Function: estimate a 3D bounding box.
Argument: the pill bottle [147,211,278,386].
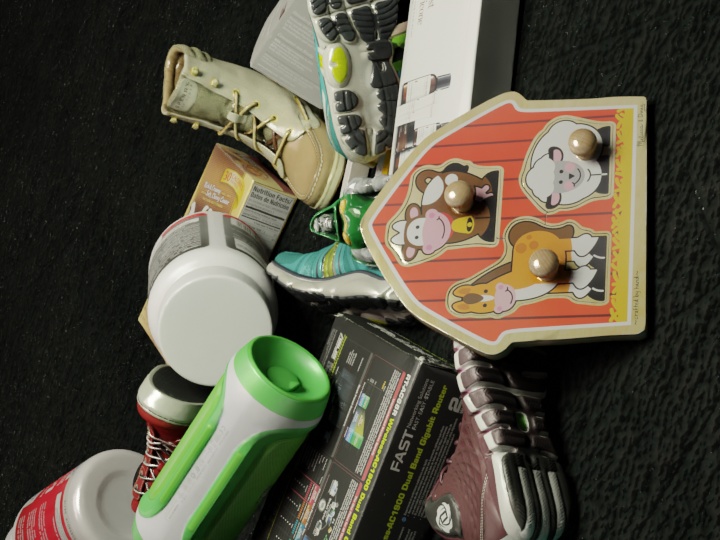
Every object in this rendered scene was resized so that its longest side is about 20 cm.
[{"bbox_3d":[-0.130,0.025,1.414,0.114,0.113,0.200,-64,12,11],"label":"pill bottle"}]

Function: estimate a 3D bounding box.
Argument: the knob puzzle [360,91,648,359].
[{"bbox_3d":[0.093,-0.037,1.090,0.218,0.030,0.221,-8,63,16],"label":"knob puzzle"}]

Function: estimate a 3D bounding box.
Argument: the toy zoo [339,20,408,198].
[{"bbox_3d":[0.034,-0.119,1.372,0.131,0.020,0.201,-11,64,58],"label":"toy zoo"}]

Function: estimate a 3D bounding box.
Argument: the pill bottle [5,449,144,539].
[{"bbox_3d":[-0.271,0.255,1.579,0.200,0.112,0.113,-34,45,47],"label":"pill bottle"}]

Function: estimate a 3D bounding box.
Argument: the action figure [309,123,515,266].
[{"bbox_3d":[0.039,-0.039,1.203,0.199,0.054,0.119,-4,94,44],"label":"action figure"}]

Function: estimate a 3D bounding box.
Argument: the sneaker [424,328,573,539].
[{"bbox_3d":[0.075,0.113,1.109,0.116,0.075,0.201,-46,37,42],"label":"sneaker"}]

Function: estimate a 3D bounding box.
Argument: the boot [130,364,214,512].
[{"bbox_3d":[-0.169,0.158,1.417,0.145,0.072,0.200,-60,-9,3],"label":"boot"}]

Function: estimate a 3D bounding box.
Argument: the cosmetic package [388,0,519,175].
[{"bbox_3d":[0.074,-0.147,1.270,0.082,0.051,0.201,-10,65,41],"label":"cosmetic package"}]

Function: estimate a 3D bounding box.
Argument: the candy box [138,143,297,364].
[{"bbox_3d":[-0.141,-0.010,1.573,0.201,0.055,0.115,-65,31,12],"label":"candy box"}]

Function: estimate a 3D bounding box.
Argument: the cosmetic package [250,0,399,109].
[{"bbox_3d":[-0.009,-0.257,1.441,0.200,0.090,0.107,-55,12,30],"label":"cosmetic package"}]

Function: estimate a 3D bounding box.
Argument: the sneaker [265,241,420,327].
[{"bbox_3d":[0.000,0.000,1.321,0.199,0.077,0.080,3,66,51],"label":"sneaker"}]

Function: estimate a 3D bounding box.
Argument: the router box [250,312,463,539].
[{"bbox_3d":[0.003,0.146,1.223,0.150,0.062,0.201,27,97,63],"label":"router box"}]

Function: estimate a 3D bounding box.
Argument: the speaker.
[{"bbox_3d":[-0.102,0.146,1.253,0.200,0.088,0.089,-56,32,27],"label":"speaker"}]

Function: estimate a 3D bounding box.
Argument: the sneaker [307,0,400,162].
[{"bbox_3d":[-0.014,-0.190,1.347,0.080,0.077,0.202,-177,83,-71],"label":"sneaker"}]

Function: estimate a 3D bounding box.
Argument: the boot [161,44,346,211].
[{"bbox_3d":[-0.100,-0.133,1.471,0.072,0.154,0.200,-60,29,23],"label":"boot"}]
